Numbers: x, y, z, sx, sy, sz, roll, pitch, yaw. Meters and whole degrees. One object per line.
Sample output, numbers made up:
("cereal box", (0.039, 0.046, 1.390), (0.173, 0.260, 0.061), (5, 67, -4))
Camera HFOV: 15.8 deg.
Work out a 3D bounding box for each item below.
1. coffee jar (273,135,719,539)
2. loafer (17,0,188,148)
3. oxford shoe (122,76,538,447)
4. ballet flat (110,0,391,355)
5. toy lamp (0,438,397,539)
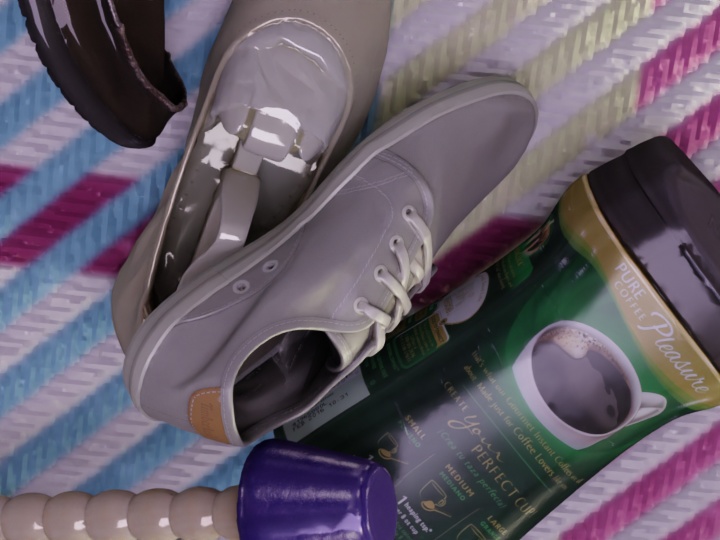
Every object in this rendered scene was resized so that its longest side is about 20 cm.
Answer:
("coffee jar", (0.070, 0.040, 1.027), (0.199, 0.085, 0.104), (-36, 106, 11))
("loafer", (-0.099, -0.140, 0.953), (0.071, 0.073, 0.201), (-17, 111, 5))
("oxford shoe", (0.000, 0.000, 0.984), (0.200, 0.058, 0.075), (-39, 145, -21))
("ballet flat", (-0.041, -0.039, 1.001), (0.069, 0.070, 0.201), (20, 109, -11))
("toy lamp", (-0.083, 0.096, 0.996), (0.199, 0.058, 0.059), (-6, 113, 23))
